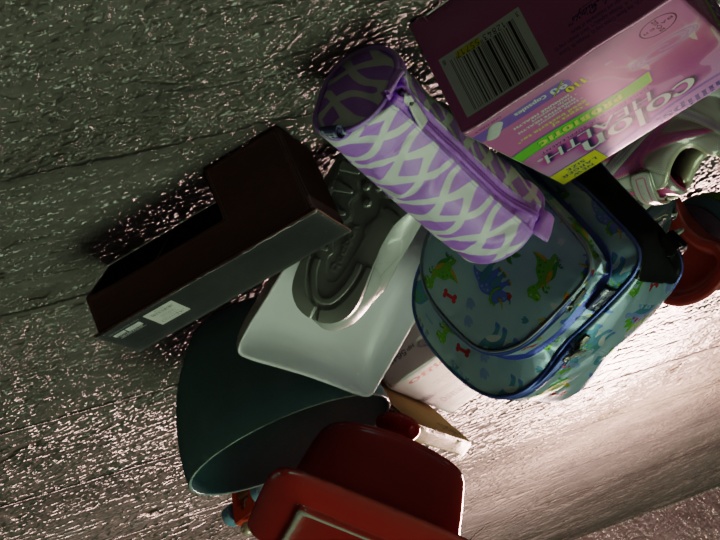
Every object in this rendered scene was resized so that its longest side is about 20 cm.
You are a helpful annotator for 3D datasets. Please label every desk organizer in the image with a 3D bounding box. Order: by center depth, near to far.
[{"bbox_3d":[-0.117,-0.022,1.255,0.200,0.077,0.072,-29,160,13],"label":"desk organizer"}]

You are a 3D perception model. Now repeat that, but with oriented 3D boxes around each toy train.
[{"bbox_3d":[-0.075,0.184,1.728,0.056,0.151,0.200,18,133,-33],"label":"toy train"}]

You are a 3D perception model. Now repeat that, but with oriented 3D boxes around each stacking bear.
[{"bbox_3d":[0.395,-0.040,1.775,0.200,0.122,0.114,-21,150,-39],"label":"stacking bear"}]

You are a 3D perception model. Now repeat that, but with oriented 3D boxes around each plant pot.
[{"bbox_3d":[-0.090,0.104,1.525,0.200,0.135,0.200,-22,161,-8],"label":"plant pot"}]

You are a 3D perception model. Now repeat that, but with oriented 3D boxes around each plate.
[{"bbox_3d":[-0.005,-0.002,1.374,0.200,0.032,0.200,23,99,-54],"label":"plate"}]

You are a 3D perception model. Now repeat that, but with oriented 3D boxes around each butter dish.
[{"bbox_3d":[0.016,0.198,1.496,0.199,0.148,0.200,22,151,-2],"label":"butter dish"}]

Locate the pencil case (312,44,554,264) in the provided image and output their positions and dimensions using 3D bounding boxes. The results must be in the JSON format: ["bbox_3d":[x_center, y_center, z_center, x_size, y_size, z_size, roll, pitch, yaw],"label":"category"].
[{"bbox_3d":[0.053,-0.083,1.189,0.085,0.084,0.200,-8,146,41],"label":"pencil case"}]

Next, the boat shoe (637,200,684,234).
[{"bbox_3d":[0.266,-0.051,1.559,0.075,0.062,0.200,-12,-172,14],"label":"boat shoe"}]

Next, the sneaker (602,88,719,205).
[{"bbox_3d":[0.240,-0.093,1.438,0.200,0.088,0.081,-35,158,29],"label":"sneaker"}]

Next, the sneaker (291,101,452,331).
[{"bbox_3d":[0.016,-0.044,1.296,0.200,0.076,0.080,-56,160,0],"label":"sneaker"}]

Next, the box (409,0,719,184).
[{"bbox_3d":[0.165,-0.163,1.198,0.176,0.097,0.200,-32,160,20],"label":"box"}]

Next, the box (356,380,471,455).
[{"bbox_3d":[0.022,0.122,1.677,0.021,0.163,0.200,-51,157,4],"label":"box"}]

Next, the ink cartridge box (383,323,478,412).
[{"bbox_3d":[0.100,0.065,1.709,0.146,0.084,0.200,-35,158,10],"label":"ink cartridge box"}]

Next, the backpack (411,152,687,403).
[{"bbox_3d":[0.136,0.005,1.361,0.147,0.183,0.200,2,130,-49],"label":"backpack"}]
